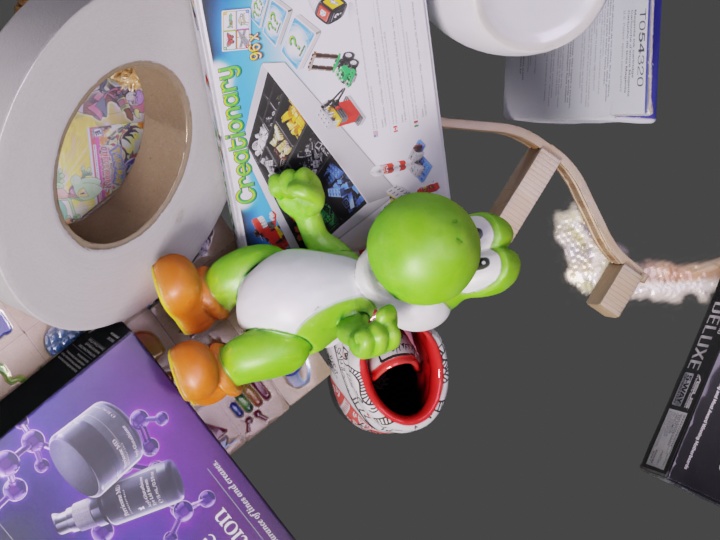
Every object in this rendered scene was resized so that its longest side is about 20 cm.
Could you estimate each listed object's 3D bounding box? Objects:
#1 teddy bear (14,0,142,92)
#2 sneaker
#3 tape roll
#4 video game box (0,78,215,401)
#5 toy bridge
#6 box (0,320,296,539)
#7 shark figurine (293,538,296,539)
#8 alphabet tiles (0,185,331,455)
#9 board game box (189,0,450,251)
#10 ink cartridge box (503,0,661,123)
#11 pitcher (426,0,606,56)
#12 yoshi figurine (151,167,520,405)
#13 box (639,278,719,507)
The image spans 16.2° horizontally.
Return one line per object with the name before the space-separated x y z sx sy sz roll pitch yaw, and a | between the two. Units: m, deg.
teddy bear | -0.115 -0.199 1.457 0.200 0.067 0.145 -38 97 -29
sneaker | 0.001 0.000 1.499 0.067 0.108 0.202 -16 97 -15
tape roll | -0.140 -0.067 1.378 0.203 0.037 0.204 -32 133 -42
video game box | -0.180 -0.026 1.478 0.181 0.047 0.201 -4 94 -14
toy bridge | 0.101 -0.048 1.568 0.200 0.027 0.067 34 82 -15
box | -0.131 0.148 1.437 0.141 0.079 0.200 -39 106 -7
shark figurine | -0.039 0.281 1.523 0.128 0.090 0.215 20 77 17
alphabet tiles | -0.140 0.055 1.469 0.200 0.008 0.167 -38 104 -10
board game box | -0.021 -0.096 1.404 0.126 0.035 0.201 -14 128 -7
ink cartridge box | 0.144 -0.185 1.483 0.043 0.200 0.197 2 93 -22
pitcher | 0.047 -0.205 1.442 0.171 0.200 0.122 3 119 -22
yoshi figurine | -0.014 0.003 1.380 0.199 0.112 0.113 -16 110 5
box | 0.289 0.070 1.617 0.157 0.050 0.201 26 85 -16
